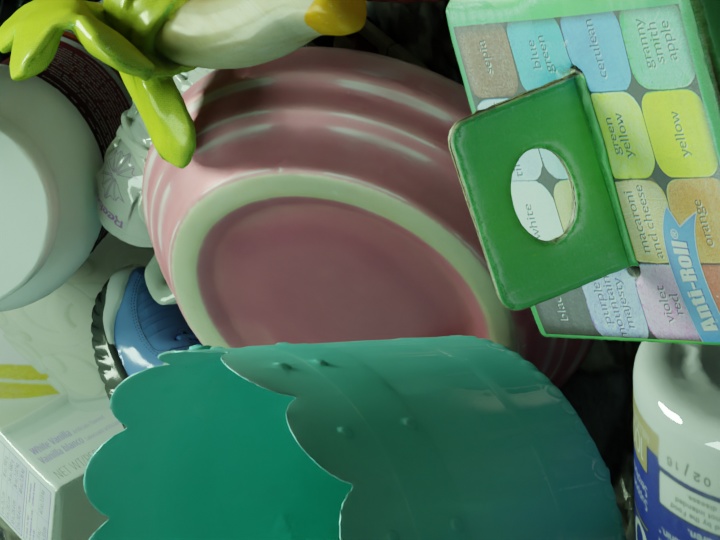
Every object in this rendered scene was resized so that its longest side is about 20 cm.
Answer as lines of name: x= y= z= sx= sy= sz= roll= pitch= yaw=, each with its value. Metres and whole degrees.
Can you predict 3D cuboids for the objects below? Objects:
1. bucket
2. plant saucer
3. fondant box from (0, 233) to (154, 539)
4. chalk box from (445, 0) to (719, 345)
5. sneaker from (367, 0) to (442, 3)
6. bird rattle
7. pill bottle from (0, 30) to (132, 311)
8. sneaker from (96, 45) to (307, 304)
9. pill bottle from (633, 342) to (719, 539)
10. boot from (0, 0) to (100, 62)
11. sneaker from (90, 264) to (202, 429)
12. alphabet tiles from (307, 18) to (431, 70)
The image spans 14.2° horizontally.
bucket: x=-0.003 y=0.121 z=1.105 sx=0.207 sy=0.134 sz=0.208 roll=15 pitch=109 yaw=52
plant saucer: x=0.000 y=0.000 z=1.179 sx=0.200 sy=0.051 sz=0.201 roll=13 pitch=138 yaw=12
fondant box: x=-0.151 y=0.036 z=1.414 sx=0.200 sy=0.144 sz=0.058 roll=41 pitch=141 yaw=31
chalk box: x=0.118 y=-0.052 z=0.927 sx=0.124 sy=0.200 sz=0.125 roll=2 pitch=113 yaw=54
sneaker: x=0.026 y=-0.147 z=1.125 sx=0.200 sy=0.078 sz=0.083 roll=1 pitch=91 yaw=55
bird rattle: x=-0.057 y=-0.143 z=1.114 sx=0.162 sy=0.113 sz=0.201 roll=-5 pitch=66 yaw=30
pill bottle: x=-0.164 y=-0.045 z=1.318 sx=0.200 sy=0.113 sz=0.113 roll=-70 pitch=-39 yaw=-77
sneaker: x=-0.068 y=-0.058 z=1.232 sx=0.200 sy=0.099 sz=0.075 roll=81 pitch=162 yaw=-45
pill bottle: x=0.160 y=0.115 z=1.056 sx=0.120 sy=0.119 sz=0.201 roll=28 pitch=132 yaw=42
boot: x=-0.157 y=-0.169 z=1.231 sx=0.066 sy=0.200 sz=0.165 roll=20 pitch=128 yaw=47
sneaker: x=-0.049 y=0.072 z=1.286 sx=0.077 sy=0.076 sz=0.200 roll=-46 pitch=66 yaw=26
alphabet tiles: x=0.013 y=-0.013 z=1.279 sx=0.167 sy=0.008 sz=0.201 roll=42 pitch=141 yaw=31
